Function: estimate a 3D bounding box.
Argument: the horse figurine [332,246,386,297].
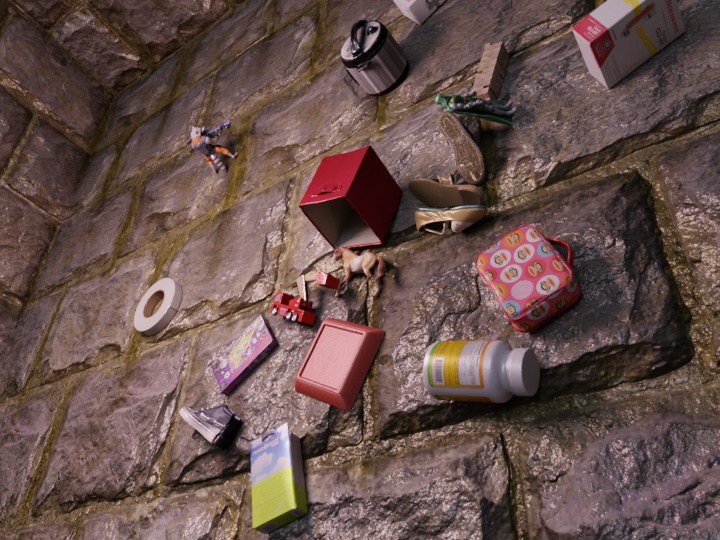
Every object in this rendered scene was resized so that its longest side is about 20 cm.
[{"bbox_3d":[0.000,0.000,1.560,0.198,0.050,0.135,-5,62,43],"label":"horse figurine"}]

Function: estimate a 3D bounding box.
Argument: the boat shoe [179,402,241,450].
[{"bbox_3d":[-0.383,0.377,1.605,0.198,0.075,0.093,22,69,41],"label":"boat shoe"}]

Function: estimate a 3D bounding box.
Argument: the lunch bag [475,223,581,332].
[{"bbox_3d":[0.335,0.003,1.227,0.175,0.082,0.201,-36,41,14],"label":"lunch bag"}]

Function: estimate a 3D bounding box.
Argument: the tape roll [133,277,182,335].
[{"bbox_3d":[-0.679,0.120,2.090,0.201,0.037,0.205,-25,45,27],"label":"tape roll"}]

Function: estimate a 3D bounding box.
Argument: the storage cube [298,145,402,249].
[{"bbox_3d":[-0.022,-0.184,1.615,0.169,0.200,0.182,-6,49,39],"label":"storage cube"}]

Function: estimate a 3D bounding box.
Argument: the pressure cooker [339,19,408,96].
[{"bbox_3d":[0.034,-0.671,1.935,0.179,0.200,0.176,-49,41,-1],"label":"pressure cooker"}]

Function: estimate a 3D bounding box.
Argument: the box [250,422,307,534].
[{"bbox_3d":[-0.184,0.454,1.372,0.121,0.048,0.202,-32,43,19],"label":"box"}]

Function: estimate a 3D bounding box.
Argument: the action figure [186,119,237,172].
[{"bbox_3d":[-0.540,-0.462,2.296,0.198,0.193,0.106,-24,46,26],"label":"action figure"}]

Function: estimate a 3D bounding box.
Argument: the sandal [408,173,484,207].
[{"bbox_3d":[0.219,-0.201,1.516,0.210,0.078,0.070,15,50,41],"label":"sandal"}]

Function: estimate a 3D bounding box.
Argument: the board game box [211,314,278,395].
[{"bbox_3d":[-0.315,0.227,1.686,0.200,0.032,0.120,-45,44,5],"label":"board game box"}]

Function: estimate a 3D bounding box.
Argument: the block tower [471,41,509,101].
[{"bbox_3d":[0.342,-0.513,1.645,0.057,0.054,0.203,-4,57,39],"label":"block tower"}]

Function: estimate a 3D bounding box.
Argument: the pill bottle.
[{"bbox_3d":[0.225,0.188,1.161,0.198,0.111,0.113,-6,55,39],"label":"pill bottle"}]

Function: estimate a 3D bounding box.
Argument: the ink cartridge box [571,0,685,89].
[{"bbox_3d":[0.586,-0.526,1.363,0.199,0.145,0.084,-37,42,14],"label":"ink cartridge box"}]

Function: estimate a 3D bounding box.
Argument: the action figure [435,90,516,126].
[{"bbox_3d":[0.278,-0.404,1.527,0.119,0.196,0.055,-97,15,-53],"label":"action figure"}]

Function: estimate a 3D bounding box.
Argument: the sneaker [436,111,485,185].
[{"bbox_3d":[0.262,-0.294,1.548,0.069,0.108,0.203,-29,74,17],"label":"sneaker"}]

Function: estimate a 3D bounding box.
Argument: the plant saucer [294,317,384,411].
[{"bbox_3d":[-0.061,0.207,1.464,0.198,0.037,0.202,9,66,44],"label":"plant saucer"}]

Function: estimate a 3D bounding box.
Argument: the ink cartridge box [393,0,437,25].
[{"bbox_3d":[0.219,-0.926,2.055,0.200,0.084,0.147,-42,40,8],"label":"ink cartridge box"}]

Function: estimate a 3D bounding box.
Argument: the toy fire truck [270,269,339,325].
[{"bbox_3d":[-0.148,0.065,1.615,0.198,0.048,0.144,11,83,47],"label":"toy fire truck"}]

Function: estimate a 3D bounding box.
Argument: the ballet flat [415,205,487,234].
[{"bbox_3d":[0.212,-0.116,1.462,0.198,0.068,0.064,3,89,46],"label":"ballet flat"}]
